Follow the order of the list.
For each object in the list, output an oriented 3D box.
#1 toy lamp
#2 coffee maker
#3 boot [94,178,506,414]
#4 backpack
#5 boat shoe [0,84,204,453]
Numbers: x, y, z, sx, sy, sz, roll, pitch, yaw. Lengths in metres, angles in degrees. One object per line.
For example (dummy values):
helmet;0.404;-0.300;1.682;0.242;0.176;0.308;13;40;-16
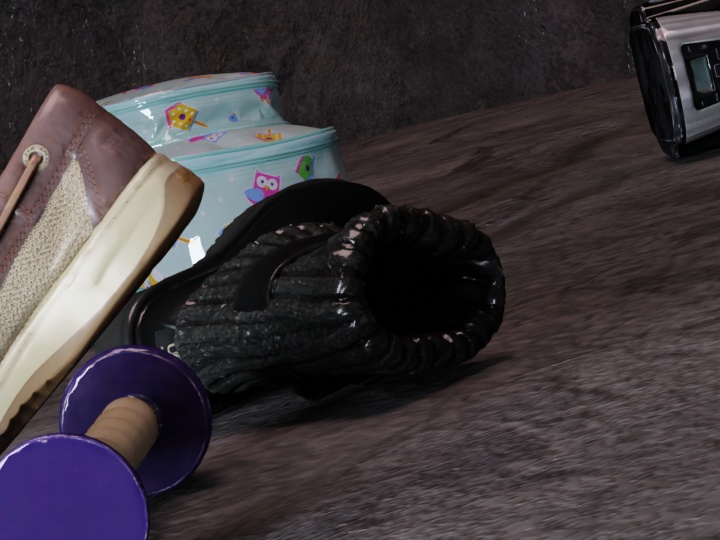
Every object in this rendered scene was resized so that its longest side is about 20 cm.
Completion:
toy lamp;-0.083;0.062;0.780;0.058;0.058;0.200;-14;8;5
coffee maker;0.310;-0.157;1.748;0.199;0.135;0.192;-13;-18;2
boot;0.001;0.003;1.010;0.157;0.080;0.211;-19;12;37
backpack;-0.101;-0.046;1.472;0.175;0.154;0.200;-12;9;-34
boat shoe;-0.135;0.030;0.711;0.200;0.072;0.072;-50;3;0
